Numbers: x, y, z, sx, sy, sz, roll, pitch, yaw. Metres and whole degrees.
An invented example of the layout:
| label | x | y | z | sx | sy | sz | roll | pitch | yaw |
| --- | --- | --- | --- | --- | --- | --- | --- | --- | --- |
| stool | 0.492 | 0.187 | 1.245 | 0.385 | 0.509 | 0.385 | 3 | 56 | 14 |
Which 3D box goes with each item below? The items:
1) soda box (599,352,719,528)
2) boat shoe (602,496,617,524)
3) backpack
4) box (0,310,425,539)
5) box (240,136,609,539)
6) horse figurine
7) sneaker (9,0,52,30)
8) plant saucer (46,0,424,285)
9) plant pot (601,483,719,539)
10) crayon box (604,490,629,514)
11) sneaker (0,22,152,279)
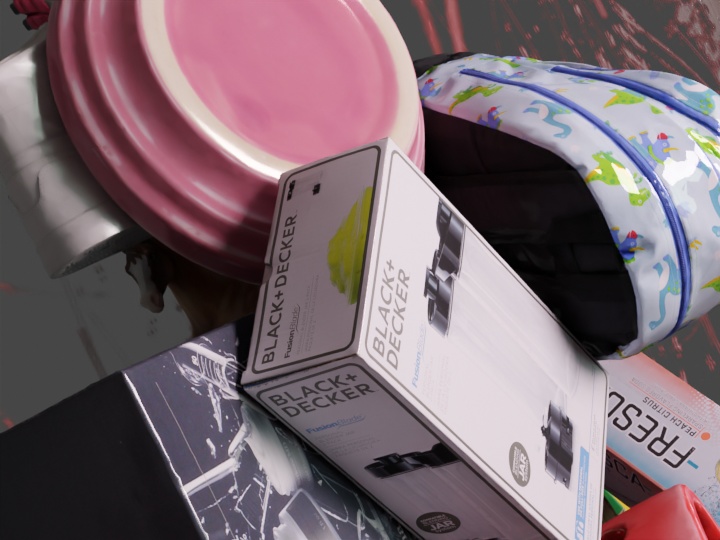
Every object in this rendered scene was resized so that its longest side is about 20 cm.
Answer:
| label | x | y | z | sx | sy | sz | roll | pitch | yaw |
| --- | --- | --- | --- | --- | --- | --- | --- | --- | --- |
| soda box | 0.171 | 0.101 | 1.159 | 0.200 | 0.064 | 0.069 | 37 | -17 | 37 |
| boat shoe | 0.128 | 0.179 | 1.219 | 0.201 | 0.064 | 0.071 | 57 | -14 | -16 |
| backpack | 0.106 | -0.032 | 0.998 | 0.200 | 0.153 | 0.164 | -146 | -141 | -73 |
| box | -0.054 | 0.132 | 0.841 | 0.201 | 0.104 | 0.182 | 63 | 23 | 1 |
| box | 0.036 | 0.049 | 0.887 | 0.200 | 0.060 | 0.117 | 45 | 41 | -38 |
| horse figurine | -0.025 | 0.042 | 1.023 | 0.199 | 0.050 | 0.133 | -2 | 59 | -32 |
| sneaker | -0.105 | -0.110 | 1.042 | 0.200 | 0.074 | 0.081 | 51 | 25 | -27 |
| plant saucer | -0.047 | -0.091 | 0.935 | 0.200 | 0.051 | 0.202 | 19 | 53 | -27 |
| plant pot | 0.135 | 0.235 | 1.008 | 0.201 | 0.182 | 0.201 | 56 | 12 | -18 |
| crayon box | 0.125 | 0.078 | 1.350 | 0.119 | 0.058 | 0.201 | 45 | 28 | -35 |
| sneaker | -0.108 | -0.078 | 0.967 | 0.116 | 0.074 | 0.200 | 57 | 32 | 3 |
